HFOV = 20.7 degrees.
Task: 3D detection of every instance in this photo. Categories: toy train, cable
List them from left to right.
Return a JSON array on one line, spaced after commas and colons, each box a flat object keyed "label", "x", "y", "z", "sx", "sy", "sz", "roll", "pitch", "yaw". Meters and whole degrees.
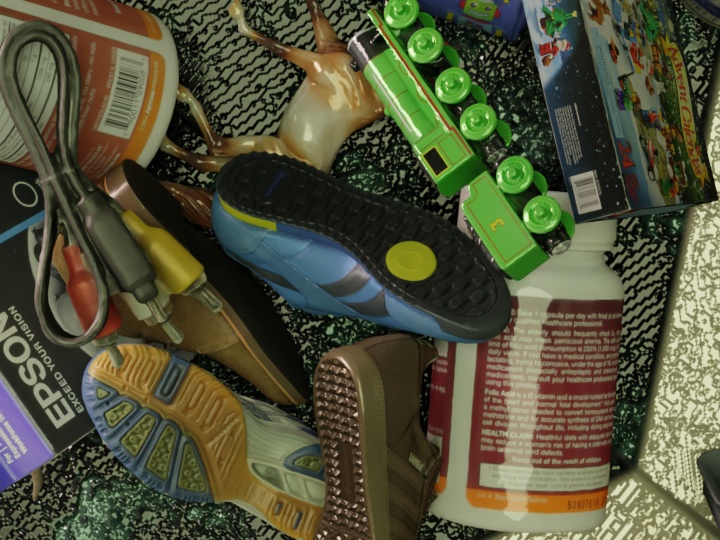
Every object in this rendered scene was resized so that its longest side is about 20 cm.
[{"label": "cable", "x": -0.164, "y": -0.038, "z": 1.114, "sx": 0.097, "sy": 0.050, "sz": 0.200, "roll": -30, "pitch": 94, "yaw": -8}, {"label": "toy train", "x": 0.055, "y": -0.079, "z": 1.150, "sx": 0.056, "sy": 0.042, "sz": 0.200, "roll": -37, "pitch": 64, "yaw": 9}]

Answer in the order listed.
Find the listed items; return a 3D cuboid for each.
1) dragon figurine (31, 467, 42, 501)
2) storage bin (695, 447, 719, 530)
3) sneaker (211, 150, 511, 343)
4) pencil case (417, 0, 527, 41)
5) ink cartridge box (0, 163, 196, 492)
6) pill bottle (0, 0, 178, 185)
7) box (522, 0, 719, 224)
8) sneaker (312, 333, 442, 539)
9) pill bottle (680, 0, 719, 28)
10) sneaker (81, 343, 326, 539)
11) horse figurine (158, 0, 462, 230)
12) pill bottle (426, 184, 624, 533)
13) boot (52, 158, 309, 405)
[{"label": "dragon figurine", "x": -0.253, "y": 0.047, "z": 1.232, "sx": 0.059, "sy": 0.099, "sz": 0.200, "roll": -43, "pitch": 104, "yaw": 11}, {"label": "storage bin", "x": 0.313, "y": 0.184, "z": 1.193, "sx": 0.199, "sy": 0.146, "sz": 0.135, "roll": -6, "pitch": 102, "yaw": 2}, {"label": "sneaker", "x": 0.000, "y": 0.000, "z": 1.169, "sx": 0.200, "sy": 0.079, "sz": 0.066, "roll": 25, "pitch": 51, "yaw": 20}, {"label": "pencil case", "x": 0.019, "y": -0.208, "z": 1.208, "sx": 0.199, "sy": 0.078, "sz": 0.087, "roll": 20, "pitch": 54, "yaw": 2}, {"label": "ink cartridge box", "x": -0.220, "y": 0.018, "z": 1.175, "sx": 0.043, "sy": 0.200, "sz": 0.198, "roll": -35, "pitch": 92, "yaw": 41}, {"label": "pill bottle", "x": -0.217, "y": -0.122, "z": 1.158, "sx": 0.199, "sy": 0.112, "sz": 0.113, "roll": 14, "pitch": 93, "yaw": -34}, {"label": "box", "x": 0.149, "y": -0.131, "z": 1.169, "sx": 0.038, "sy": 0.136, "sz": 0.201, "roll": -15, "pitch": 87, "yaw": 32}, {"label": "sneaker", "x": 0.019, "y": 0.134, "z": 1.156, "sx": 0.075, "sy": 0.070, "sz": 0.201, "roll": -15, "pitch": 116, "yaw": -35}, {"label": "pill bottle", "x": 0.242, "y": -0.202, "z": 1.139, "sx": 0.119, "sy": 0.200, "sz": 0.120, "roll": 0, "pitch": 93, "yaw": 1}, {"label": "sneaker", "x": -0.087, "y": 0.104, "z": 1.198, "sx": 0.200, "sy": 0.088, "sz": 0.075, "roll": 33, "pitch": 89, "yaw": -22}, {"label": "horse figurine", "x": -0.047, "y": -0.097, "z": 1.228, "sx": 0.132, "sy": 0.050, "sz": 0.200, "roll": 37, "pitch": 91, "yaw": 2}, {"label": "pill bottle", "x": 0.101, "y": 0.051, "z": 1.198, "sx": 0.114, "sy": 0.114, "sz": 0.201, "roll": 5, "pitch": 93, "yaw": 2}, {"label": "boot", "x": -0.108, "y": 0.022, "z": 1.206, "sx": 0.075, "sy": 0.074, "sz": 0.200, "roll": -36, "pitch": 119, "yaw": 12}]
